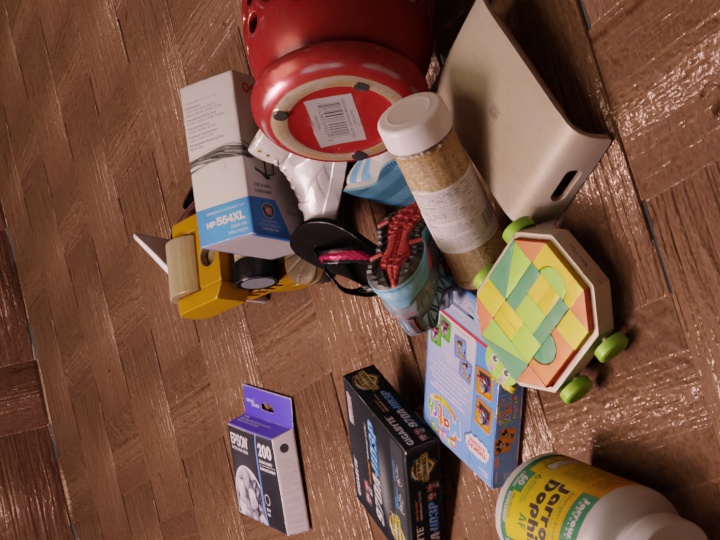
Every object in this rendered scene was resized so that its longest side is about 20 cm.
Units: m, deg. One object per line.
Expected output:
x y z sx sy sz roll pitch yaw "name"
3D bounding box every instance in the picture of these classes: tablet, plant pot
-0.222 -0.004 1.984 0.130 0.200 0.014 43 105 25 "tablet"
-0.018 -0.223 1.425 0.200 0.200 0.183 120 150 -54 "plant pot"

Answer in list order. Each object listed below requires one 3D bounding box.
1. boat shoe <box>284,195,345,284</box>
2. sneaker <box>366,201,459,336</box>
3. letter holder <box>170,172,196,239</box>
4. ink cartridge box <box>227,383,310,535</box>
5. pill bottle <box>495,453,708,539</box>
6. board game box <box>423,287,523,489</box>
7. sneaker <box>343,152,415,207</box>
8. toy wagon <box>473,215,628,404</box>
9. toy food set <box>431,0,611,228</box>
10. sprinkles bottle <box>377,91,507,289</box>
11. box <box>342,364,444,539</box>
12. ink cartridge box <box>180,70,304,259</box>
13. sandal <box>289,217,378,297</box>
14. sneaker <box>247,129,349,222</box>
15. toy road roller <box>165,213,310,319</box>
-0.053 -0.081 1.749 0.073 0.065 0.200 7 90 36 "boat shoe"
0.061 -0.004 1.456 0.079 0.200 0.096 -15 116 26 "sneaker"
-0.190 -0.122 1.931 0.200 0.142 0.101 -41 63 62 "letter holder"
-0.144 0.279 2.107 0.198 0.043 0.200 3 101 65 "ink cartridge box"
0.216 0.238 1.257 0.200 0.113 0.113 14 112 63 "pill bottle"
0.119 0.108 1.498 0.151 0.037 0.200 40 133 54 "board game box"
0.037 -0.123 1.554 0.200 0.076 0.081 149 132 -68 "sneaker"
0.164 0.053 1.330 0.155 0.040 0.200 54 139 24 "toy wagon"
0.150 -0.156 1.325 0.200 0.060 0.144 59 149 21 "toy food set"
0.086 -0.074 1.368 0.068 0.068 0.200 35 158 56 "sprinkles bottle"
0.040 0.235 1.663 0.159 0.046 0.200 48 151 48 "box"
-0.128 -0.123 1.675 0.084 0.146 0.200 -14 78 31 "ink cartridge box"
0.000 0.000 1.584 0.200 0.045 0.075 26 139 22 "sandal"
-0.072 -0.119 1.614 0.074 0.115 0.200 -80 0 -58 "sneaker"
-0.144 -0.014 1.832 0.200 0.146 0.123 -22 68 39 "toy road roller"
